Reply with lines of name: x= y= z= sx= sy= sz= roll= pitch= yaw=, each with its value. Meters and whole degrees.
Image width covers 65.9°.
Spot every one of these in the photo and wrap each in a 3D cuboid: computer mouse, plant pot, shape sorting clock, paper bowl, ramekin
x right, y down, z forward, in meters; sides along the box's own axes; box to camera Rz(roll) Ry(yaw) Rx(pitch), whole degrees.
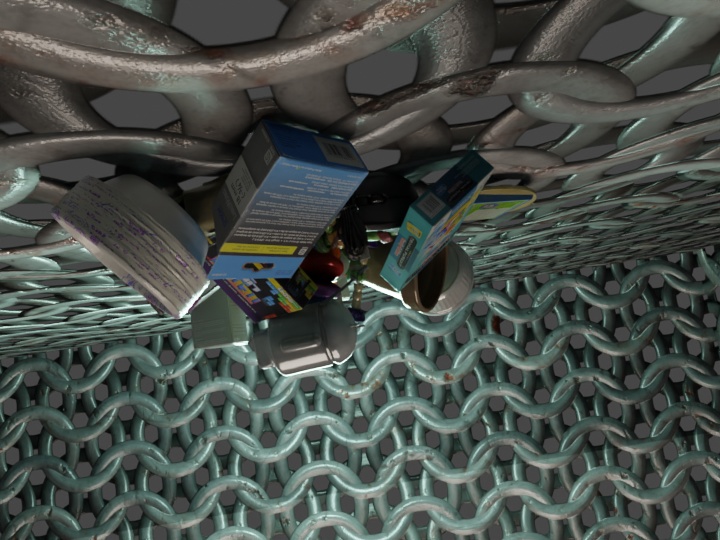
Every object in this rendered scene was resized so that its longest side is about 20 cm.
computer mouse: x=0.038 y=-0.097 z=0.832 sx=0.052 sy=0.141 sz=0.198 roll=-16 pitch=179 yaw=38
plant pot: x=0.081 y=-0.019 z=1.212 sx=0.172 sy=0.205 sz=0.199 roll=6 pitch=179 yaw=27
shape sorting clock: x=0.232 y=-0.131 z=1.053 sx=0.196 sy=0.040 sz=0.200 roll=-8 pitch=173 yaw=-1
paper bowl: x=-0.276 y=-0.040 z=0.706 sx=0.199 sy=0.105 sz=0.201 roll=33 pitch=162 yaw=12
ramekin: x=0.182 y=0.004 z=1.395 sx=0.199 sy=0.206 sz=0.094 roll=-11 pitch=160 yaw=17

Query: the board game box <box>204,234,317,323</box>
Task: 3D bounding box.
board game box: x=-0.191 y=-0.009 z=0.932 sx=0.164 sy=0.201 sz=0.057 roll=-20 pitch=-153 yaw=48

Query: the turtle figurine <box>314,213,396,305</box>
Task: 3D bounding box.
turtle figurine: x=-0.011 y=-0.046 z=0.957 sx=0.191 sy=0.146 sz=0.200 roll=-23 pitch=-175 yaw=24

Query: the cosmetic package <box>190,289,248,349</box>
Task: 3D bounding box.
cosmetic package: x=-0.332 y=0.075 z=1.286 sx=0.105 sy=0.204 sz=0.090 roll=-8 pitch=170 yaw=14

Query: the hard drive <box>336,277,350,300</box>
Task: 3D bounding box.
hard drive: x=-0.132 y=0.018 z=1.340 sx=0.196 sy=0.134 sz=0.026 roll=-5 pitch=155 yaw=-22

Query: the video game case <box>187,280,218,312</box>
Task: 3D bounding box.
video game case: x=-0.271 y=0.001 z=1.103 sx=0.181 sy=0.036 sz=0.199 roll=-45 pitch=-172 yaw=-25

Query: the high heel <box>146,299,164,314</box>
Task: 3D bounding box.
high heel: x=-0.333 y=0.013 z=1.052 sx=0.070 sy=0.146 sz=0.199 roll=-12 pitch=171 yaw=24

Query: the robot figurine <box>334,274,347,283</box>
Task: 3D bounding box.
robot figurine: x=-0.132 y=-0.004 z=1.262 sx=0.197 sy=0.119 sz=0.143 roll=-3 pitch=167 yaw=-31

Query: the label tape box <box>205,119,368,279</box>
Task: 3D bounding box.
label tape box: x=-0.103 y=-0.078 z=0.692 sx=0.143 sy=0.064 sz=0.200 roll=0 pitch=140 yaw=-47

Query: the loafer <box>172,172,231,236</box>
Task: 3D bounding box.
loafer: x=-0.209 y=-0.084 z=0.774 sx=0.198 sy=0.077 sz=0.068 roll=-16 pitch=175 yaw=44

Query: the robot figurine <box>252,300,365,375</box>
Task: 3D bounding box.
robot figurine: x=-0.090 y=0.119 z=0.992 sx=0.196 sy=0.115 sz=0.170 roll=-14 pitch=-177 yaw=6

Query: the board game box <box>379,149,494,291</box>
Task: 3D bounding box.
board game box: x=0.113 y=-0.070 z=0.857 sx=0.151 sy=0.047 sz=0.201 roll=-42 pitch=166 yaw=-27

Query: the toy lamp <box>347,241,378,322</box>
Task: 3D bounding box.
toy lamp: x=0.000 y=0.000 z=1.142 sx=0.057 sy=0.204 sz=0.058 roll=11 pitch=-173 yaw=-1

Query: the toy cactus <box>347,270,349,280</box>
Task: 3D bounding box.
toy cactus: x=-0.058 y=0.006 z=1.565 sx=0.163 sy=0.104 sz=0.200 roll=-26 pitch=174 yaw=-16

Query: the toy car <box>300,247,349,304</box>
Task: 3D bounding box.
toy car: x=-0.094 y=0.018 z=1.102 sx=0.172 sy=0.204 sz=0.149 roll=11 pitch=177 yaw=-33
